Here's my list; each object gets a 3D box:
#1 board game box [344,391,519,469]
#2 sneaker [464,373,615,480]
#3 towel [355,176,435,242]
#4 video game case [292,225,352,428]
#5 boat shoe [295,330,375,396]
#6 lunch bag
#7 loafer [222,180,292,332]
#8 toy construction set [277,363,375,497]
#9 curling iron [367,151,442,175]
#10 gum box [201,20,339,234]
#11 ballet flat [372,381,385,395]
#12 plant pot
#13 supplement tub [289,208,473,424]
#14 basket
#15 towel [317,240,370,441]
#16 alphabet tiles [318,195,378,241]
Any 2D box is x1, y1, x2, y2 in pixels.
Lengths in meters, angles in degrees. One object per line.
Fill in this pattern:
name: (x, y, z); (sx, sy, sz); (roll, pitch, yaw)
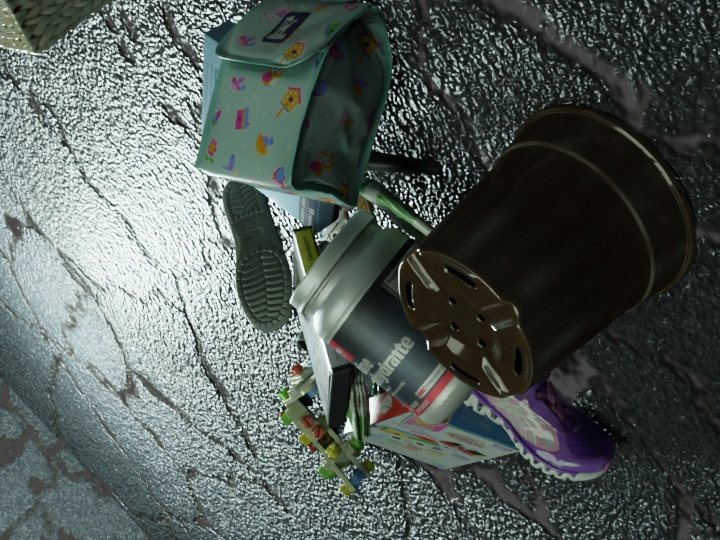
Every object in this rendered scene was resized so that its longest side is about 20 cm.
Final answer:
board game box: (0.088, 0.190, 1.446); (0.152, 0.041, 0.200); (22, 158, -18)
sneaker: (0.190, 0.143, 1.287); (0.200, 0.080, 0.089); (37, 141, 28)
towel: (0.088, -0.019, 1.221); (0.200, 0.023, 0.152); (41, -177, 19)
video game case: (-0.048, 0.072, 1.415); (0.200, 0.025, 0.182); (98, 158, -65)
boat shoe: (-0.003, 0.137, 1.576); (0.200, 0.062, 0.073); (44, 151, 15)
lunch bag: (-0.065, -0.178, 1.193); (0.170, 0.121, 0.202); (16, 93, 47)
loafer: (-0.124, -0.020, 1.523); (0.070, 0.075, 0.202); (38, -139, -78)
toy construction set: (-0.060, 0.228, 1.739); (0.201, 0.092, 0.131); (63, 176, -6)
curling iron: (-0.006, -0.108, 1.262); (0.199, 0.026, 0.050); (1, 95, 24)
gum box: (-0.101, -0.163, 1.368); (0.200, 0.044, 0.171); (38, 143, 23)
ballet flat: (0.046, 0.076, 1.440); (0.063, 0.068, 0.201); (6, 126, 11)
plant pot: (0.149, -0.009, 1.031); (0.200, 0.198, 0.201); (37, 149, 27)
supplement tub: (0.042, 0.046, 1.221); (0.200, 0.141, 0.140); (38, 151, 3)
basket: (-0.390, -0.377, 1.407); (0.199, 0.198, 0.161); (18, 142, 46)
towel: (-0.017, 0.083, 1.415); (0.150, 0.030, 0.201); (-113, 14, -51)
alphabet tiles: (0.000, 0.000, 1.382); (0.167, 0.007, 0.201); (131, 124, -62)
